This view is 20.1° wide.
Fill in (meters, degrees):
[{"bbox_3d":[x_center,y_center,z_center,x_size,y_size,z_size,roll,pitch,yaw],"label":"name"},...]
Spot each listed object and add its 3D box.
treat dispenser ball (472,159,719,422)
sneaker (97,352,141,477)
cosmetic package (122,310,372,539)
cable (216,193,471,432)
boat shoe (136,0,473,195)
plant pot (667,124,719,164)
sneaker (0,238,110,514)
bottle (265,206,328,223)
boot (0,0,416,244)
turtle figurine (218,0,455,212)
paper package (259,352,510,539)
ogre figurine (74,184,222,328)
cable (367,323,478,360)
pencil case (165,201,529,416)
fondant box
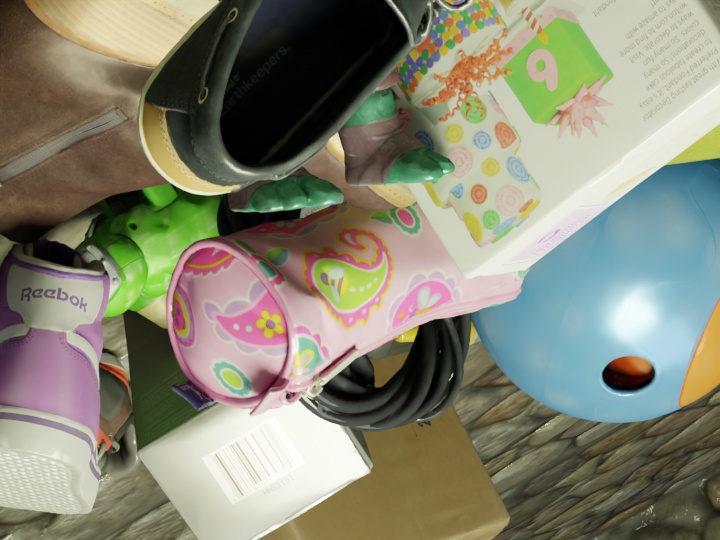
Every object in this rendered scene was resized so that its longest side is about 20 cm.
[{"bbox_3d":[0.164,-0.003,1.308,0.200,0.202,0.201,-26,162,-9],"label":"treat dispenser ball"},{"bbox_3d":[-0.178,0.086,1.219,0.077,0.082,0.200,-33,162,12],"label":"sneaker"},{"bbox_3d":[-0.069,0.064,1.153,0.106,0.090,0.200,-31,-160,6],"label":"cosmetic package"},{"bbox_3d":[0.000,0.000,1.059,0.051,0.201,0.163,-11,-154,33],"label":"cable"},{"bbox_3d":[0.002,-0.106,0.706,0.200,0.075,0.062,-50,-155,-9],"label":"boat shoe"},{"bbox_3d":[0.072,-0.120,0.941,0.199,0.188,0.187,-15,165,12],"label":"plant pot"},{"bbox_3d":[-0.148,0.050,0.954,0.072,0.115,0.200,11,162,-14],"label":"sneaker"},{"bbox_3d":[0.036,-0.070,1.153,0.200,0.066,0.083,-39,160,27],"label":"bottle"},{"bbox_3d":[-0.088,-0.060,0.882,0.166,0.073,0.200,-35,123,29],"label":"boot"},{"bbox_3d":[-0.021,-0.128,0.774,0.149,0.202,0.101,-12,-170,-23],"label":"turtle figurine"},{"bbox_3d":[-0.024,0.129,1.376,0.190,0.201,0.104,-12,155,-41],"label":"paper package"},{"bbox_3d":[-0.117,-0.001,1.055,0.199,0.099,0.120,-13,160,-35],"label":"ogre figurine"},{"bbox_3d":[-0.005,0.033,1.323,0.199,0.097,0.050,-15,142,-45],"label":"cable"},{"bbox_3d":[-0.001,0.004,0.957,0.199,0.088,0.087,-23,163,-47],"label":"pencil case"},{"bbox_3d":[0.056,-0.119,0.831,0.144,0.201,0.058,-38,164,26],"label":"fondant box"}]
